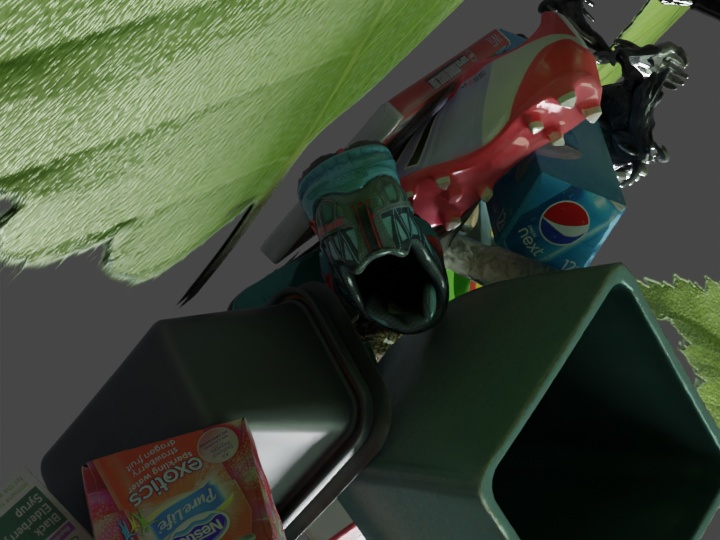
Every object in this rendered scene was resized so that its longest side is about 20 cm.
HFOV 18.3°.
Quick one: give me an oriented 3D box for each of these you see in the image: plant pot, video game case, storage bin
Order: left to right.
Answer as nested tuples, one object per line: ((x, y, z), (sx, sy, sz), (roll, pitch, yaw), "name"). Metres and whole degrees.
((-0.103, 0.098, 1.394), (0.134, 0.146, 0.200), (1, 141, -46), "storage bin")
((0.019, -0.086, 1.497), (0.143, 0.017, 0.200), (-48, 176, 31), "video game case")
((0.089, 0.127, 1.459), (0.199, 0.196, 0.197), (1, -136, 43), "plant pot")

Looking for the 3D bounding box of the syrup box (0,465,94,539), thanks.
((-0.224, 0.197, 1.384), (0.079, 0.081, 0.200), (-43, 175, -26), "syrup box")

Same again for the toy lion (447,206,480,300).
((0.083, -0.021, 1.706), (0.200, 0.068, 0.193), (-53, 150, -56), "toy lion")

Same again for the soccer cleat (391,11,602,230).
((0.067, -0.088, 1.433), (0.200, 0.077, 0.067), (-33, 144, 25), "soccer cleat")

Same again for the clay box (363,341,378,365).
((-0.086, 0.100, 1.574), (0.115, 0.048, 0.200), (-20, -177, -38), "clay box")

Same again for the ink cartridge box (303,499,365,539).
((0.014, 0.149, 1.681), (0.145, 0.084, 0.200), (-36, 167, -4), "ink cartridge box")

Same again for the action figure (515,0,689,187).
((0.187, -0.123, 1.633), (0.102, 0.200, 0.119), (14, 121, -32), "action figure")

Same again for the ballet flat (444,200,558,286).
((0.085, -0.019, 1.527), (0.072, 0.199, 0.072), (-32, 132, -44), "ballet flat")

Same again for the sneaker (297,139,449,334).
((0.014, 0.007, 1.383), (0.079, 0.096, 0.200), (-24, 151, 5), "sneaker")

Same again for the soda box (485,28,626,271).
((0.121, -0.083, 1.519), (0.064, 0.068, 0.200), (-60, -160, 27), "soda box")

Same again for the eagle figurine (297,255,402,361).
((-0.001, 0.056, 1.776), (0.152, 0.151, 0.200), (-40, 175, -36), "eagle figurine")

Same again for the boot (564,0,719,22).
((0.203, -0.182, 1.384), (0.079, 0.158, 0.211), (-48, 175, 40), "boot")

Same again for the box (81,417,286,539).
((-0.090, 0.187, 1.327), (0.102, 0.095, 0.200), (-14, 144, -2), "box")

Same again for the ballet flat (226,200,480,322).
((0.000, 0.000, 1.503), (0.199, 0.067, 0.064), (-33, 137, -8), "ballet flat")
